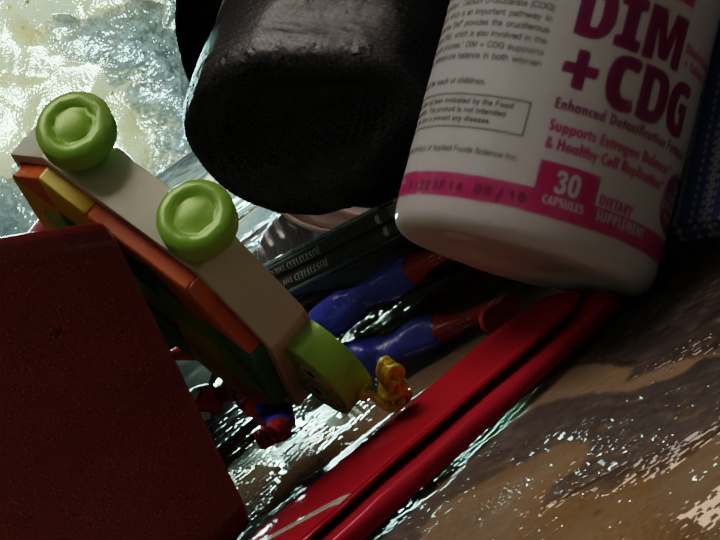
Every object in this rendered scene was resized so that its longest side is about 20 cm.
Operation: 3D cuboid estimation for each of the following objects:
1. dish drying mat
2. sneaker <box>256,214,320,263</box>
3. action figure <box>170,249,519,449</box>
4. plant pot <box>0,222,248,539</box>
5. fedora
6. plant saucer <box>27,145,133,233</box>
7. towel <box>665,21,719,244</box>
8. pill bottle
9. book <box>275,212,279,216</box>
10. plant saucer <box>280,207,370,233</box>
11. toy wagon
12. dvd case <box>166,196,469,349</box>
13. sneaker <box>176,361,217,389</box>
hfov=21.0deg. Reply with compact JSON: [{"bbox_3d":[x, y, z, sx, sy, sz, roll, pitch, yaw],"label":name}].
[{"bbox_3d":[0.019,0.070,0.791,0.200,0.018,0.077,-39,10,-24],"label":"dish drying mat"},{"bbox_3d":[0.023,-0.041,1.116,0.082,0.075,0.199,-6,-16,-42],"label":"sneaker"},{"bbox_3d":[-0.031,0.043,0.930,0.199,0.066,0.099,-26,-1,39],"label":"action figure"},{"bbox_3d":[-0.161,0.083,0.804,0.175,0.201,0.200,-27,1,-16],"label":"plant pot"},{"bbox_3d":[-0.014,-0.086,0.906,0.200,0.201,0.092,-25,22,41],"label":"fedora"},{"bbox_3d":[-0.183,0.022,1.106,0.201,0.051,0.201,-50,13,16],"label":"plant saucer"},{"bbox_3d":[0.131,-0.075,0.879,0.200,0.024,0.146,-11,65,65],"label":"towel"},{"bbox_3d":[0.091,-0.099,0.812,0.113,0.112,0.202,175,110,-70],"label":"pill bottle"},{"bbox_3d":[0.036,-0.084,1.142,0.198,0.048,0.134,-20,-20,11],"label":"book"},{"bbox_3d":[0.021,-0.108,1.038,0.199,0.034,0.202,-16,61,32],"label":"plant saucer"},{"bbox_3d":[-0.065,0.007,0.829,0.040,0.199,0.155,-48,-23,-14],"label":"toy wagon"},{"bbox_3d":[0.000,0.000,1.015,0.145,0.022,0.199,-8,-12,-46],"label":"dvd case"},{"bbox_3d":[-0.178,0.071,1.231,0.199,0.087,0.080,-30,9,26],"label":"sneaker"}]
